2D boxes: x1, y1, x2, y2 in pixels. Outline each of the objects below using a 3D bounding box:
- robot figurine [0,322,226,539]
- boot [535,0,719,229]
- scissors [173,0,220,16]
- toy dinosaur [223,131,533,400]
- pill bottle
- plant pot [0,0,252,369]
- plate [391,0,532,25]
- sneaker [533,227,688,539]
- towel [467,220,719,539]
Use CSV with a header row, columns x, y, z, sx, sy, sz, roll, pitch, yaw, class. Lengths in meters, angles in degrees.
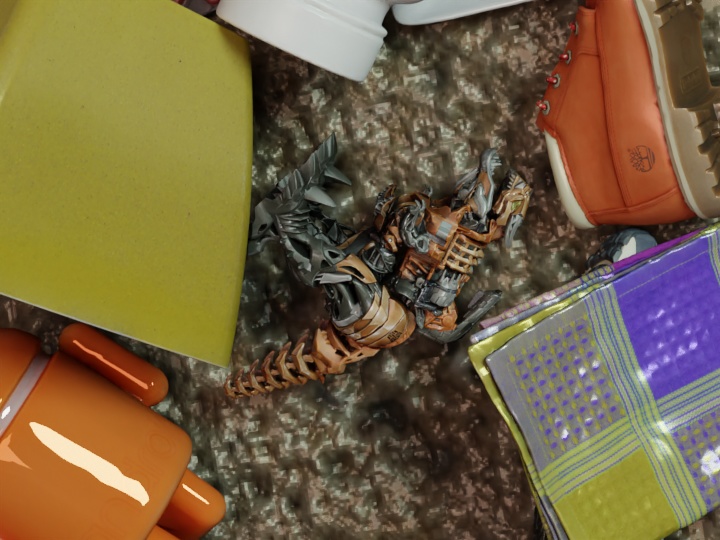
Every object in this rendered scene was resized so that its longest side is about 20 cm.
x,y,z,sx,sy,sz,roll,pitch,yaw,class
-0.177,0.109,1.036,0.200,0.117,0.144,34,94,-8,robot figurine
0.131,-0.118,0.965,0.107,0.075,0.201,-12,93,36,boot
-0.096,-0.153,1.083,0.199,0.014,0.074,-10,85,15,scissors
0.000,0.000,1.016,0.200,0.102,0.136,-44,95,-10,toy dinosaur
0.004,-0.209,0.966,0.119,0.120,0.201,27,99,15,pill bottle
-0.173,-0.072,0.984,0.200,0.200,0.177,13,84,49,plant pot
0.103,-0.249,1.014,0.199,0.032,0.201,-8,87,16,plate
0.148,0.078,0.989,0.086,0.078,0.201,9,89,-7,sneaker
0.163,0.061,0.945,0.199,0.023,0.144,-23,94,-16,towel
